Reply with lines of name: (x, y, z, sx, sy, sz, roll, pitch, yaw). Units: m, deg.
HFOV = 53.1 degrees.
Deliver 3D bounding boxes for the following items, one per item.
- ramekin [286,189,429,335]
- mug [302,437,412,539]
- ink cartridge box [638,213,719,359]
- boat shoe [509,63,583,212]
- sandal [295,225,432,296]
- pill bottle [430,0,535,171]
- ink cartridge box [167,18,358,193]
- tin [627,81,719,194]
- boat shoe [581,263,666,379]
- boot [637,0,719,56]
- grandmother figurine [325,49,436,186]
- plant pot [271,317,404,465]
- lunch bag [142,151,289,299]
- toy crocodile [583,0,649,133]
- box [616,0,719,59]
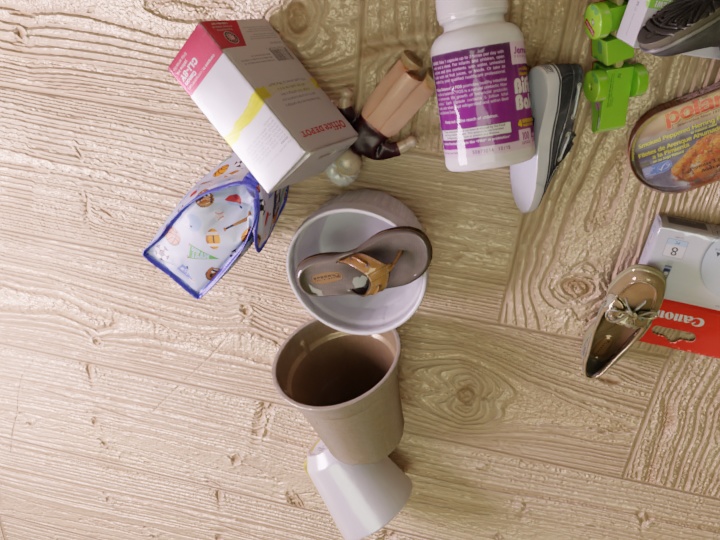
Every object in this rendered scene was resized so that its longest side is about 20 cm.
ramekin: (0.004, -0.019, 1.024, 0.199, 0.105, 0.201, 7, 121, 11)
mug: (-0.029, 0.356, 1.230, 0.186, 0.150, 0.154, -32, 100, 21)
ink cartridge box: (0.452, 0.034, 0.974, 0.159, 0.047, 0.201, 12, 120, 8)
boat shoe: (0.237, -0.164, 0.907, 0.067, 0.072, 0.201, -9, 126, -14)
sandal: (0.000, 0.000, 0.942, 0.199, 0.055, 0.082, -11, 116, 20)
pill bottle: (0.143, -0.225, 0.855, 0.111, 0.112, 0.202, -6, 103, 17)
ink cartridge box: (-0.116, -0.207, 0.895, 0.083, 0.145, 0.200, -41, 87, 31)
tin: (0.426, -0.167, 0.872, 0.199, 0.042, 0.112, -19, 117, 23)
boat shoe: (0.358, 0.075, 0.986, 0.073, 0.063, 0.201, 21, 137, 12)
boot: (0.402, -0.208, 0.768, 0.181, 0.073, 0.201, -28, 123, 5)
grandmother figurine: (0.018, -0.193, 0.950, 0.121, 0.061, 0.200, 41, 118, 0)
plant pot: (-0.015, 0.195, 1.117, 0.199, 0.201, 0.184, -5, 129, 17)
lunch bag: (-0.178, -0.084, 0.995, 0.124, 0.170, 0.200, 39, 120, -13)
toy crocodile: (0.294, -0.258, 0.842, 0.067, 0.062, 0.201, -14, 123, -7)
box: (0.377, -0.329, 0.755, 0.155, 0.041, 0.201, 2, 124, -17)
